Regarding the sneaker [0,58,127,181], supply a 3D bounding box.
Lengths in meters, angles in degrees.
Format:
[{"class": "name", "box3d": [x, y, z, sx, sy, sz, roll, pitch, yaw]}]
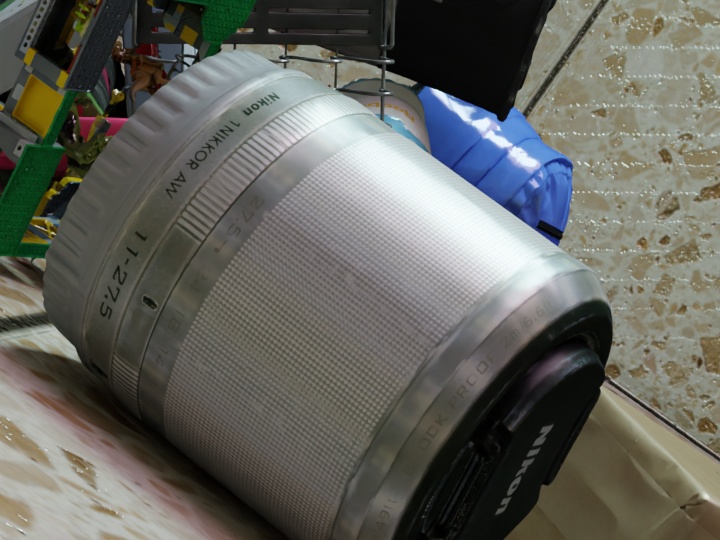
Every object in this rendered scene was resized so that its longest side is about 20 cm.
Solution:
[{"class": "sneaker", "box3d": [-0.178, -0.102, 1.597, 0.076, 0.084, 0.200, -8, -5, 1]}]

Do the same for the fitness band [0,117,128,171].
[{"class": "fitness band", "box3d": [-0.121, -0.064, 1.459, 0.199, 0.038, 0.143, 2, 2, -30]}]

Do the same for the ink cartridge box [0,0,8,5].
[{"class": "ink cartridge box", "box3d": [-0.218, -0.171, 1.601, 0.068, 0.200, 0.116, 61, 8, 13]}]

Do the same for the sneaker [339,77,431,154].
[{"class": "sneaker", "box3d": [0.000, 0.000, 1.482, 0.076, 0.201, 0.081, 1, 29, 0]}]

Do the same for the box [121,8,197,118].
[{"class": "box", "box3d": [-0.115, -0.094, 1.703, 0.041, 0.157, 0.200, -3, 2, 2]}]

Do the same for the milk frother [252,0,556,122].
[{"class": "milk frother", "box3d": [0.016, -0.173, 1.532, 0.188, 0.181, 0.200, 21, -29, 0]}]

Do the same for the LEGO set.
[{"class": "LEGO set", "box3d": [-0.154, -0.097, 1.267, 0.116, 0.200, 0.154, 35, 24, 26]}]

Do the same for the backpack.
[{"class": "backpack", "box3d": [0.048, -0.007, 1.625, 0.168, 0.200, 0.163, 35, 3, 7]}]

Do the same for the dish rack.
[{"class": "dish rack", "box3d": [-0.046, -0.068, 1.362, 0.153, 0.201, 0.055, -1, 9, -18]}]

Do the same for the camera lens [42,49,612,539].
[{"class": "camera lens", "box3d": [-0.010, 0.023, 1.105, 0.200, 0.160, 0.160, 37, 5, 20]}]

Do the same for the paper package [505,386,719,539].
[{"class": "paper package", "box3d": [0.189, 0.171, 1.422, 0.200, 0.104, 0.191, 34, 6, -23]}]

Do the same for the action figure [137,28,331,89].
[{"class": "action figure", "box3d": [-0.069, -0.100, 1.599, 0.065, 0.099, 0.200, 1, -33, 18]}]

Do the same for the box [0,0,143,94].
[{"class": "box", "box3d": [-0.188, -0.123, 1.454, 0.036, 0.144, 0.200, 59, -2, -10]}]
